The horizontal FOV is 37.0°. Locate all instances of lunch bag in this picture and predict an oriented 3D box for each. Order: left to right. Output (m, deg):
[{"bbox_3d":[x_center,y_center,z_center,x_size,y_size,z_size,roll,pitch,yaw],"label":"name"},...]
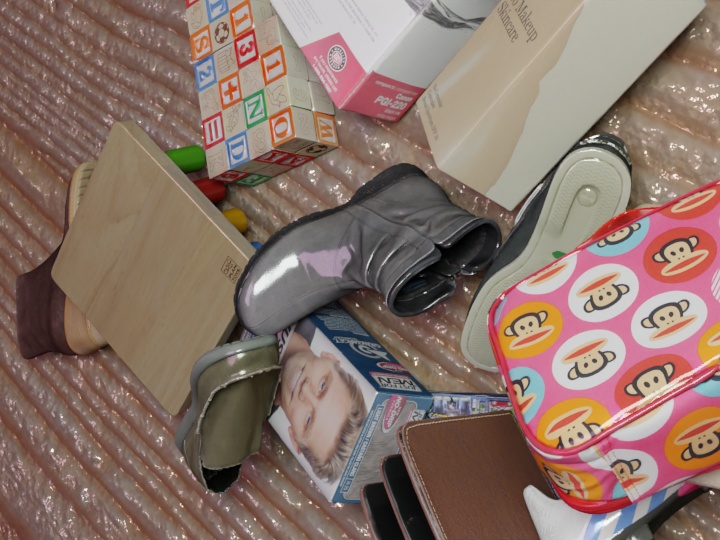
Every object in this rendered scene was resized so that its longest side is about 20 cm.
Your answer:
[{"bbox_3d":[0.173,0.029,0.622,0.198,0.082,0.177,-26,37,11],"label":"lunch bag"}]

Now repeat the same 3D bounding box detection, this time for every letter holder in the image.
[{"bbox_3d":[0.073,0.205,0.688,0.100,0.141,0.201,-41,63,30],"label":"letter holder"}]

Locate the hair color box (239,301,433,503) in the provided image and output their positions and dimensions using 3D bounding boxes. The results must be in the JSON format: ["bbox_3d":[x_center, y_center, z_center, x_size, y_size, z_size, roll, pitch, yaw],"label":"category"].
[{"bbox_3d":[-0.031,0.093,0.888,0.200,0.060,0.101,41,114,49],"label":"hair color box"}]

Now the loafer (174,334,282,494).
[{"bbox_3d":[-0.100,0.120,0.873,0.070,0.074,0.201,63,151,25],"label":"loafer"}]

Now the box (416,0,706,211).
[{"bbox_3d":[0.135,-0.151,0.763,0.200,0.077,0.095,-49,32,26],"label":"box"}]

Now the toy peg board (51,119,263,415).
[{"bbox_3d":[-0.172,-0.010,1.027,0.199,0.097,0.201,44,125,16],"label":"toy peg board"}]

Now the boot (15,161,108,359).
[{"bbox_3d":[-0.328,-0.006,1.169,0.165,0.072,0.203,-10,84,37],"label":"boot"}]

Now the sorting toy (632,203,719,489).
[{"bbox_3d":[0.219,0.044,0.671,0.184,0.037,0.201,5,52,40],"label":"sorting toy"}]

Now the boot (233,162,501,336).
[{"bbox_3d":[0.000,0.000,0.820,0.199,0.070,0.132,-39,36,-3],"label":"boot"}]

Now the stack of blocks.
[{"bbox_3d":[-0.095,-0.193,0.992,0.114,0.058,0.203,-20,74,38],"label":"stack of blocks"}]

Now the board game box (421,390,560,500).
[{"bbox_3d":[0.110,0.193,0.790,0.198,0.061,0.203,-3,84,40],"label":"board game box"}]

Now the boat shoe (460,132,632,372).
[{"bbox_3d":[0.137,-0.009,0.788,0.071,0.068,0.201,26,119,-2],"label":"boat shoe"}]

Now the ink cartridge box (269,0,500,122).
[{"bbox_3d":[0.035,-0.244,0.868,0.200,0.084,0.146,-47,60,29],"label":"ink cartridge box"}]

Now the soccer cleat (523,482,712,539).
[{"bbox_3d":[0.191,0.111,0.676,0.199,0.070,0.087,-36,58,-4],"label":"soccer cleat"}]
